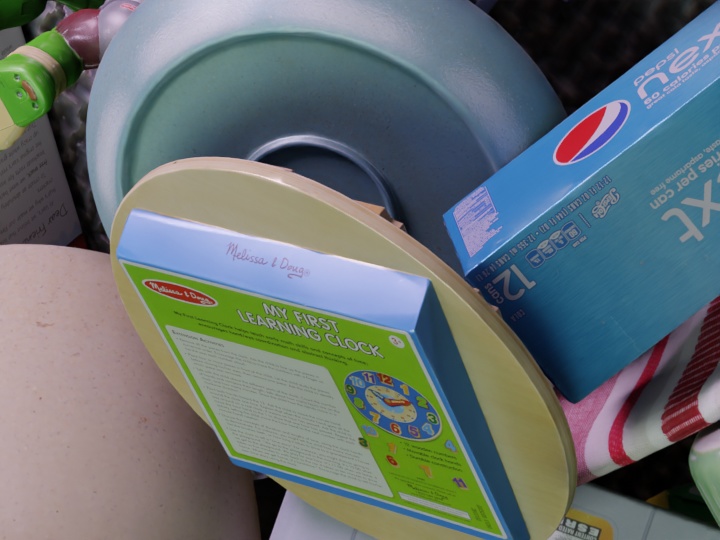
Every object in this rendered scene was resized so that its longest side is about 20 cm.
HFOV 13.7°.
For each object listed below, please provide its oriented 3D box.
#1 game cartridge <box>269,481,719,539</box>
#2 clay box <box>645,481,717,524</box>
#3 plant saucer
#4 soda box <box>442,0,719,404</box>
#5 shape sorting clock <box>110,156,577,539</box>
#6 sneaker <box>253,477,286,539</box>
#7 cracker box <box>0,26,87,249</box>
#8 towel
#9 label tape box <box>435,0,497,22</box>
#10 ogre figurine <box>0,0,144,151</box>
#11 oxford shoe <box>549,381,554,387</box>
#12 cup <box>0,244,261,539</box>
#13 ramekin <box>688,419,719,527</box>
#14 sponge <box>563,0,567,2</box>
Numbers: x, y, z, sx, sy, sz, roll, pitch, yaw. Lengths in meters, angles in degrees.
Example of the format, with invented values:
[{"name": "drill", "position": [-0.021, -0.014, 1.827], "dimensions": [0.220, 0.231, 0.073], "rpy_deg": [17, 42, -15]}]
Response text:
[{"name": "game cartridge", "position": [0.048, 0.137, 1.167], "dimensions": [0.200, 0.133, 0.042], "rpy_deg": [17, 173, 29]}, {"name": "clay box", "position": [0.127, 0.145, 1.253], "dimensions": [0.115, 0.048, 0.200], "rpy_deg": [13, 150, -32]}, {"name": "plant saucer", "position": [-0.014, -0.027, 1.131], "dimensions": [0.200, 0.027, 0.200], "rpy_deg": [9, 124, 13]}, {"name": "soda box", "position": [0.129, -0.046, 1.057], "dimensions": [0.200, 0.064, 0.068], "rpy_deg": [-38, 110, 9]}, {"name": "shape sorting clock", "position": [-0.007, 0.034, 1.103], "dimensions": [0.200, 0.039, 0.200], "rpy_deg": [27, 151, 16]}, {"name": "sneaker", "position": [0.018, 0.093, 1.339], "dimensions": [0.200, 0.077, 0.082], "rpy_deg": [-2, 92, 39]}, {"name": "cracker box", "position": [-0.202, -0.047, 1.329], "dimensions": [0.058, 0.134, 0.200], "rpy_deg": [9, 126, 37]}, {"name": "towel", "position": [0.144, 0.001, 1.106], "dimensions": [0.023, 0.144, 0.200], "rpy_deg": [40, 138, -18]}, {"name": "label tape box", "position": [0.007, -0.169, 1.094], "dimensions": [0.143, 0.066, 0.200], "rpy_deg": [34, 138, 8]}, {"name": "ogre figurine", "position": [-0.087, -0.086, 1.228], "dimensions": [0.200, 0.120, 0.098], "rpy_deg": [12, 129, 30]}, {"name": "oxford shoe", "position": [0.045, 0.134, 1.221], "dimensions": [0.075, 0.058, 0.200], "rpy_deg": [10, 87, 32]}, {"name": "cup", "position": [-0.132, 0.071, 1.268], "dimensions": [0.200, 0.143, 0.200], "rpy_deg": [6, 164, 2]}, {"name": "ramekin", "position": [0.214, 0.056, 1.065], "dimensions": [0.200, 0.200, 0.098], "rpy_deg": [-32, 92, 46]}, {"name": "sponge", "position": [0.039, -0.202, 1.113], "dimensions": [0.200, 0.030, 0.112], "rpy_deg": [43, 137, 1]}]
